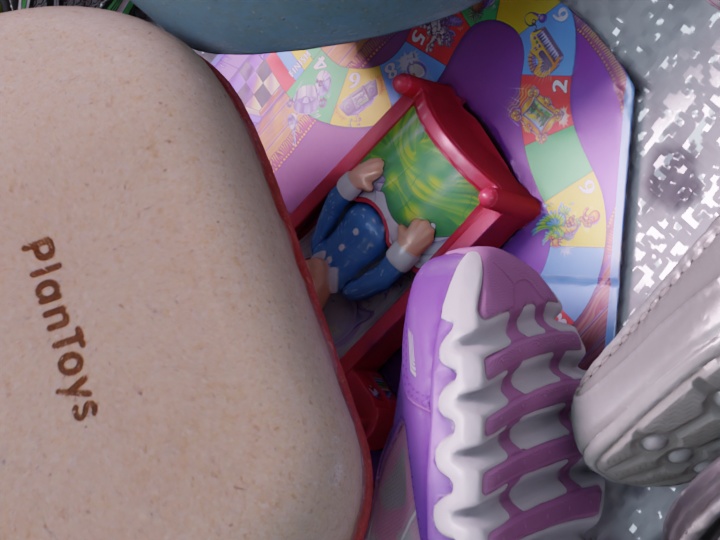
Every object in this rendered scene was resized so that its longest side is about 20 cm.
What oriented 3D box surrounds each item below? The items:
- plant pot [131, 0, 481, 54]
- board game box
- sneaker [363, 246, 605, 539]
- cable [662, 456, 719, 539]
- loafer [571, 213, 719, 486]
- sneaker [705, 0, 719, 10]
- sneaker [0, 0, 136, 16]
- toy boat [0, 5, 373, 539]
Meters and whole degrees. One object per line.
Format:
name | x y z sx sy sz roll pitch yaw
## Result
plant pot | -0.017 -0.138 0.767 0.200 0.200 0.135 -1 108 33
board game box | 0.000 0.000 0.807 0.158 0.039 0.201 2 85 33
sneaker | 0.019 0.094 0.752 0.088 0.080 0.201 -2 89 34
cable | 0.148 0.028 0.676 0.200 0.097 0.050 -40 44 21
loafer | 0.132 -0.016 0.714 0.200 0.070 0.070 -40 50 20
sneaker | 0.124 -0.098 0.686 0.081 0.200 0.088 7 118 -4
sneaker | -0.099 -0.116 0.862 0.078 0.085 0.201 20 94 33
toy boat | -0.075 0.028 0.761 0.130 0.131 0.200 -18 71 -3
